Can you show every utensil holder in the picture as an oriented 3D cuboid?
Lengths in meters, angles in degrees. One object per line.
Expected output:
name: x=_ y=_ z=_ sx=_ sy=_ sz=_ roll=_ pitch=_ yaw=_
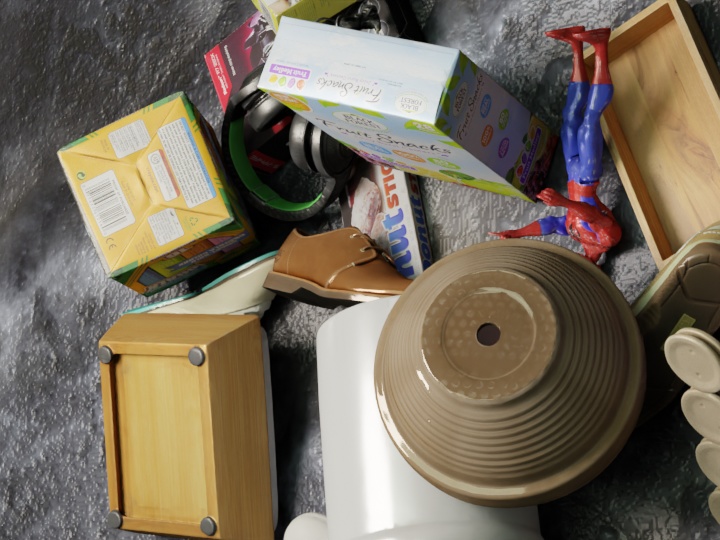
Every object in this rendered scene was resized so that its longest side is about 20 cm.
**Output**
utensil holder: x=0.050 y=0.137 z=1.519 sx=0.169 sy=0.169 sz=0.202 roll=-19 pitch=65 yaw=33

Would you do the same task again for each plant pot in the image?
plant pot: x=0.100 y=0.060 z=1.397 sx=0.199 sy=0.093 sz=0.203 roll=-5 pitch=67 yaw=12

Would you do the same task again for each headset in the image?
headset: x=-0.044 y=-0.138 z=1.689 sx=0.123 sy=0.094 sz=0.201 roll=38 pitch=128 yaw=15

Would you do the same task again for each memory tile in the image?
memory tile: x=0.288 y=0.129 z=1.337 sx=0.153 sy=0.201 sz=0.017 roll=19 pitch=51 yaw=43

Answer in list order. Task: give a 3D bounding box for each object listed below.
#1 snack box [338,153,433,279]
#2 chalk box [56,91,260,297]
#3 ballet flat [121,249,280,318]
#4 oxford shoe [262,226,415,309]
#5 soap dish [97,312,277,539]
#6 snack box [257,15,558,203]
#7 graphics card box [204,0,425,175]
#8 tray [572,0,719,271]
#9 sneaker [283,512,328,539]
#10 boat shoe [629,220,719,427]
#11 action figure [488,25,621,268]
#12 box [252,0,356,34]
snack box: x=0.023 y=-0.023 z=1.674 sx=0.072 sy=0.024 sz=0.202 roll=-24 pitch=64 yaw=30
chalk box: x=-0.171 y=-0.060 z=1.740 sx=0.123 sy=0.200 sz=0.126 roll=-24 pitch=82 yaw=3
ballet flat: x=-0.131 y=0.040 z=1.761 sx=0.199 sy=0.069 sz=0.070 roll=-21 pitch=66 yaw=34
oxford shoe: x=0.000 y=0.000 z=1.626 sx=0.199 sy=0.071 sz=0.072 roll=13 pitch=81 yaw=41
soap dish: x=-0.152 y=0.139 z=1.699 sx=0.156 sy=0.081 sz=0.202 roll=1 pitch=97 yaw=36
snack box: x=0.041 y=-0.126 z=1.559 sx=0.168 sy=0.200 sz=0.068 roll=15 pitch=81 yaw=32
graphics card box: x=-0.043 y=-0.193 z=1.756 sx=0.199 sy=0.051 sz=0.126 roll=-34 pitch=59 yaw=25
tray: x=0.244 y=-0.104 z=1.516 sx=0.098 sy=0.037 sz=0.201 roll=-33 pitch=61 yaw=27
sneaker: x=-0.024 y=0.280 z=1.589 sx=0.075 sy=0.088 sz=0.201 roll=-41 pitch=56 yaw=24
boat shoe: x=0.226 y=0.043 z=1.472 sx=0.200 sy=0.071 sz=0.076 roll=-51 pitch=8 yaw=34
action figure: x=0.150 y=-0.082 z=1.518 sx=0.065 sy=0.098 sz=0.202 roll=-161 pitch=62 yaw=-65
box: x=-0.003 y=-0.280 z=1.686 sx=0.199 sy=0.050 sz=0.075 roll=-33 pitch=63 yaw=-8
